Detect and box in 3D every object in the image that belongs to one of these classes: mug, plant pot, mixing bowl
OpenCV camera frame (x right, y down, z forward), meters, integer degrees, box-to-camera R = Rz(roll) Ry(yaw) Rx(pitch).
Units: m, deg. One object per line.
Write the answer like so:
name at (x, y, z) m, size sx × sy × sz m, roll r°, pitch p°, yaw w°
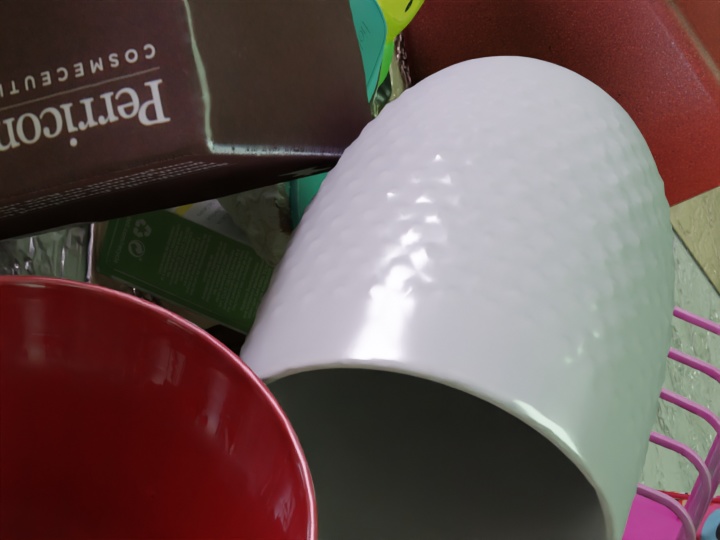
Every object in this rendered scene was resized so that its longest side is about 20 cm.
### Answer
mug at (0.034, 0.028, 0.999) m, size 0.200 × 0.147 × 0.176 m, roll 116°, pitch -5°, yaw -52°
plant pot at (0.131, -0.135, 1.598) m, size 0.177 × 0.199 × 0.200 m, roll 61°, pitch 25°, yaw -13°
mixing bowl at (-0.114, 0.112, 0.889) m, size 0.109 × 0.199 × 0.201 m, roll 95°, pitch 3°, yaw -50°

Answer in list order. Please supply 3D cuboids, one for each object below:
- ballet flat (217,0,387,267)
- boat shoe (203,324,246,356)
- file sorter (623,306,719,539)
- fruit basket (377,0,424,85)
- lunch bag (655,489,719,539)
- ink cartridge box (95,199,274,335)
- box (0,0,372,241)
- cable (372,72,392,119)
ballet flat at (-0.031, -0.055, 1.156) m, size 0.200 × 0.071 × 0.072 m, roll -75°, pitch 146°, yaw -54°
boat shoe at (-0.022, 0.054, 1.264) m, size 0.075 × 0.074 × 0.202 m, roll 67°, pitch 14°, yaw 13°
file sorter at (0.099, 0.097, 1.283) m, size 0.200 × 0.138 × 0.126 m, roll -57°, pitch 166°, yaw -63°
fruit basket at (-0.004, -0.190, 1.325) m, size 0.216 × 0.155 × 0.216 m, roll 50°, pitch 15°, yaw -19°
lunch bag at (0.126, 0.210, 1.418) m, size 0.082 × 0.175 × 0.201 m, roll 48°, pitch 56°, yaw -41°
ink cartridge box at (0.000, 0.000, 1.198) m, size 0.146 × 0.199 × 0.048 m, roll -48°, pitch 159°, yaw -64°
box at (-0.111, -0.123, 1.006) m, size 0.164 × 0.165 × 0.201 m, roll -4°, pitch 82°, yaw -69°
cable at (-0.016, -0.115, 1.426) m, size 0.097 × 0.050 × 0.200 m, roll 29°, pitch 27°, yaw -20°
